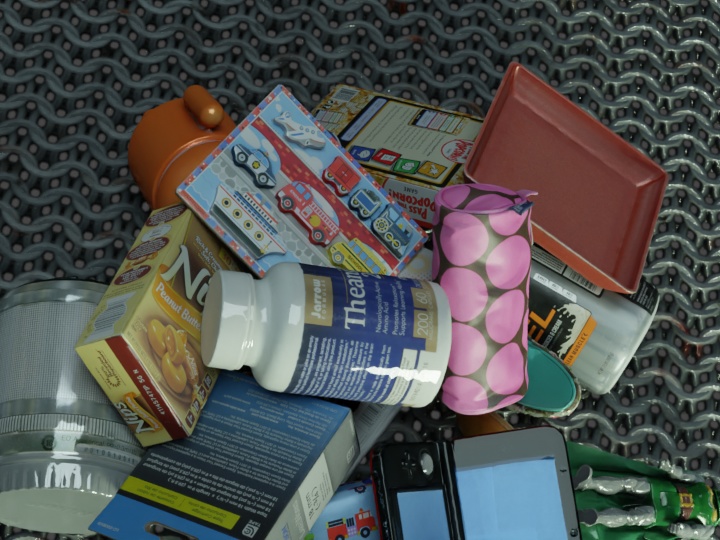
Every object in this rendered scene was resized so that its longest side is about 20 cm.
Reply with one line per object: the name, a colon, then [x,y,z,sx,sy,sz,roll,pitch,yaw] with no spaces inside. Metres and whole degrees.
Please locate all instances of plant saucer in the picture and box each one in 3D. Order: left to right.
plant saucer: [0.194,-0.084,1.532,0.199,0.037,0.200,34,43,-7]

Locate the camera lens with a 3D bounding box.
camera lens: [-0.257,0.118,1.417,0.159,0.160,0.201,4,65,-8]

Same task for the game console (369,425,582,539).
game console: [0.108,0.241,1.389,0.118,0.172,0.201,-15,78,28]

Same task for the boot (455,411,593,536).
boot: [0.110,0.228,1.486,0.144,0.071,0.201,-35,72,-16]

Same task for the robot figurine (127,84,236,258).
robot figurine: [-0.154,-0.090,1.530,0.144,0.116,0.200,-50,36,9]

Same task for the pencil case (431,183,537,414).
pencil case: [0.114,0.024,1.430,0.093,0.201,0.091,-13,24,-32]

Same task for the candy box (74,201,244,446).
candy box: [-0.165,0.042,1.387,0.055,0.116,0.200,-14,31,26]

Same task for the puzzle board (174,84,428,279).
puzzle board: [-0.049,-0.051,1.445,0.200,0.017,0.151,45,63,-7]

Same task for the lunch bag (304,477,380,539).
lunch bag: [-0.029,0.299,1.416,0.150,0.094,0.201,-11,87,-15]

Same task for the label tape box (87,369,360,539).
label tape box: [-0.111,0.184,1.344,0.143,0.064,0.200,16,49,25]

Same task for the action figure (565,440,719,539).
action figure: [0.281,0.218,1.502,0.199,0.055,0.119,7,67,-34]

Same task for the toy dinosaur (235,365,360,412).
toy dinosaur: [-0.073,0.115,1.481,0.135,0.102,0.201,6,85,9]

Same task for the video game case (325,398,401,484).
video game case: [-0.070,0.126,1.523,0.182,0.024,0.200,36,66,7]

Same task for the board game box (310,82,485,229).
board game box: [0.035,-0.114,1.571,0.199,0.047,0.152,16,38,20]

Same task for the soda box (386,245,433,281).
soda box: [0.000,0.000,1.521,0.199,0.064,0.069,23,57,19]

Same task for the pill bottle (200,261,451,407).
pill bottle: [-0.031,0.052,1.364,0.199,0.111,0.112,8,65,-16]

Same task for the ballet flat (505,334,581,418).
ballet flat: [0.121,0.089,1.527,0.199,0.064,0.076,23,77,19]

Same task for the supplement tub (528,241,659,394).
supplement tub: [0.180,0.024,1.559,0.199,0.123,0.123,29,64,5]
